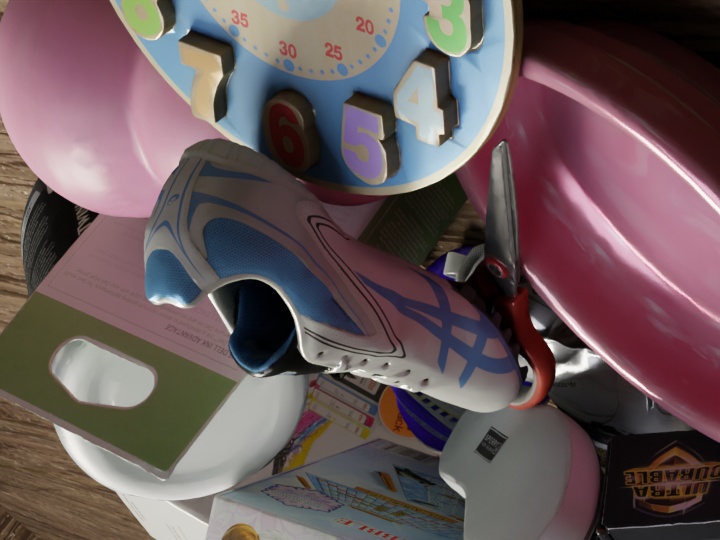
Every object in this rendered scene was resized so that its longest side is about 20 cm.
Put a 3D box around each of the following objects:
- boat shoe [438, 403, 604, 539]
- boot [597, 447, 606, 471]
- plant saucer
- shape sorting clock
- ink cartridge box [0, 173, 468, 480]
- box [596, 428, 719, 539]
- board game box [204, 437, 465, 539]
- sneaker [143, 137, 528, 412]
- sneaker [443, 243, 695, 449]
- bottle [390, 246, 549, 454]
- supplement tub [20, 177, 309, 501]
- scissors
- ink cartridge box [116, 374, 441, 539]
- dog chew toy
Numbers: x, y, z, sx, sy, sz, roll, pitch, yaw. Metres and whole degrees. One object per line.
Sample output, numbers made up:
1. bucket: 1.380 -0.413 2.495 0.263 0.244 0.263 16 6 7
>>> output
1. boat shoe: 0.079 0.094 1.127 0.057 0.069 0.200 36 -175 -10
2. boot: 0.160 0.096 1.216 0.155 0.073 0.200 28 170 9
3. plant saucer: 0.113 -0.017 0.966 0.200 0.051 0.201 42 164 15
4. shape sorting clock: -0.029 -0.113 0.935 0.199 0.039 0.201 24 132 30
5. ink cartridge box: -0.056 -0.001 1.133 0.145 0.200 0.048 21 159 44
6. box: 0.221 0.125 1.069 0.199 0.050 0.199 -7 143 24
7. board game box: 0.054 0.140 1.282 0.199 0.041 0.199 17 -169 22
8. sneaker: -0.010 0.017 1.027 0.072 0.073 0.200 16 169 46
9. sneaker: 0.106 0.025 1.112 0.115 0.075 0.200 37 168 -16
10. bottle: 0.054 0.049 1.313 0.083 0.065 0.200 35 165 5
11. supplement tub: -0.099 0.008 1.287 0.123 0.122 0.200 44 -167 -32
12. scissors: 0.061 0.005 1.044 0.073 0.014 0.200 42 158 6
13. ink cartridge box: -0.019 0.119 1.527 0.200 0.147 0.145 28 164 21
14. dog chew toy: -0.052 -0.074 1.074 0.199 0.125 0.125 13 155 36
